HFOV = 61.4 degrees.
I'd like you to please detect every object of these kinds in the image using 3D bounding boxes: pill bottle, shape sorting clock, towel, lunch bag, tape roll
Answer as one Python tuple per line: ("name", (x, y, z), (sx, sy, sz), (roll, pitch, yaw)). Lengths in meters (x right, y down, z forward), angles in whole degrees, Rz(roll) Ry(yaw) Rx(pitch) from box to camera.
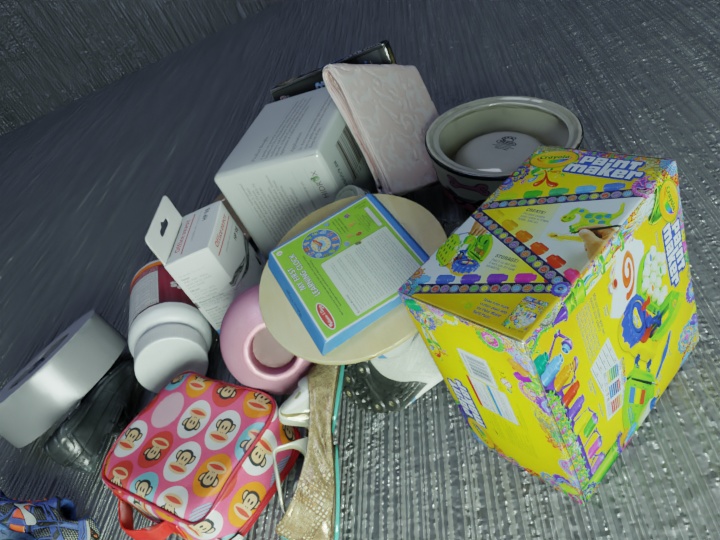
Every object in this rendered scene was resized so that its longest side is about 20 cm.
("pill bottle", (-0.266, 0.074, 0.847), (0.109, 0.110, 0.200), (-30, 35, -1))
("shape sorting clock", (-0.008, 0.003, 0.604), (0.199, 0.039, 0.201), (-9, 51, 11))
("towel", (0.052, -0.199, 0.844), (0.032, 0.192, 0.200), (-26, -3, 40))
("lunch bag", (-0.178, 0.204, 0.643), (0.199, 0.082, 0.176), (6, 49, 40))
("tape roll", (-0.429, 0.149, 0.857), (0.200, 0.066, 0.200), (-37, 19, 15))

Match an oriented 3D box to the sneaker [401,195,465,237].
("sneaker", (0.088, -0.039, 0.769), (0.114, 0.076, 0.200), (-21, 38, 9))

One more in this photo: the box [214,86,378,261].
("box", (-0.063, -0.129, 0.879), (0.171, 0.200, 0.199), (-7, 41, 26))

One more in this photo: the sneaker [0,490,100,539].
("sneaker", (-0.363, 0.292, 0.687), (0.199, 0.076, 0.078), (11, 42, 34))

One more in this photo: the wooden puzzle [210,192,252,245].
("wooden puzzle", (-0.229, -0.077, 1.074), (0.185, 0.046, 0.200), (4, 42, 39))

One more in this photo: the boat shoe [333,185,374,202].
("boat shoe", (0.000, 0.000, 0.740), (0.072, 0.060, 0.202), (-5, 77, 48))

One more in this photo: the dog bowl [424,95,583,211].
("dog bowl", (0.187, -0.151, 0.803), (0.199, 0.074, 0.201), (-7, 41, 6))

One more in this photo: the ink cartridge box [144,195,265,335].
("ink cartridge box", (-0.192, -0.008, 0.818), (0.066, 0.200, 0.116), (-21, 36, 13))

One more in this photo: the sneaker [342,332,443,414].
("sneaker", (0.057, 0.084, 0.611), (0.200, 0.072, 0.072), (-40, -6, 34))

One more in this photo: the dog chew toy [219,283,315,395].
("dog chew toy", (-0.096, 0.066, 0.719), (0.124, 0.125, 0.200), (-29, 10, 1))

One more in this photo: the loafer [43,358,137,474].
("loafer", (-0.333, 0.187, 0.794), (0.068, 0.070, 0.201), (-41, 14, 17))

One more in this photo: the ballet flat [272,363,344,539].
("ballet flat", (-0.050, 0.159, 0.583), (0.065, 0.071, 0.201), (5, 51, -5))

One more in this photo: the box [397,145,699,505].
("box", (0.166, 0.039, 0.498), (0.193, 0.200, 0.122), (-43, 37, -20))

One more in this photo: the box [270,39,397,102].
("box", (-0.014, -0.236, 0.979), (0.198, 0.201, 0.050), (-16, 25, 17))
